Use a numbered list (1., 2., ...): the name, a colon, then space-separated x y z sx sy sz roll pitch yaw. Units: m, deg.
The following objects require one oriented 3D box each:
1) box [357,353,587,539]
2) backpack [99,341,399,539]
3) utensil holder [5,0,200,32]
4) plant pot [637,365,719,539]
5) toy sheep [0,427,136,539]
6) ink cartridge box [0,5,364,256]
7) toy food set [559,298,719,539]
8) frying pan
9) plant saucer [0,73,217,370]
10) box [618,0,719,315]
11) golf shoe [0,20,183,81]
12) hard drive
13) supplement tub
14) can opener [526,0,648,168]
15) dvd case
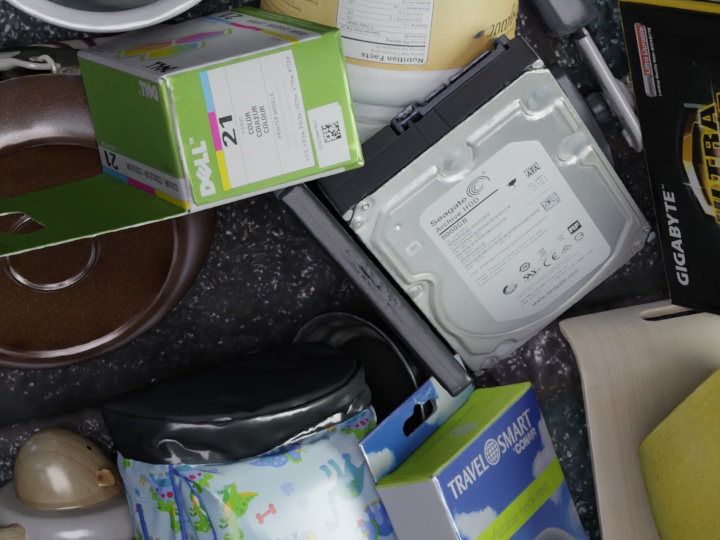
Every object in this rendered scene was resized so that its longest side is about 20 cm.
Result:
1. box: 0.078 0.158 1.476 0.048 0.122 0.200 -11 107 36
2. backpack: -0.047 0.160 1.466 0.163 0.154 0.200 -12 113 -35
3. utensil holder: -0.132 -0.216 1.429 0.170 0.200 0.170 0 97 0
4. plant pot: 0.238 0.117 1.460 0.200 0.200 0.142 -44 82 3
5. toy sheep: -0.168 0.184 1.514 0.138 0.138 0.200 -3 111 -2
6. ink cartridge box: -0.120 -0.074 1.371 0.200 0.148 0.076 -16 106 -20
7. toy food set: 0.199 0.116 1.564 0.143 0.060 0.200 -10 99 -12
8. frying pan: 0.018 0.111 1.521 0.115 0.031 0.190 -41 73 44
9. plant saucer: -0.177 -0.018 1.490 0.200 0.032 0.200 -7 125 -10
10. box: 0.231 -0.063 1.466 0.049 0.160 0.200 -32 121 -36
11. golf shoe: -0.162 -0.098 1.502 0.200 0.088 0.077 -8 95 -3
12. hard drive: 0.076 -0.033 1.481 0.140 0.038 0.200 -38 141 1
13. supplement tub: 0.019 -0.179 1.451 0.144 0.145 0.200 4 118 -3
14. can opener: 0.109 -0.148 1.524 0.066 0.053 0.200 -28 97 -3
15. dvd case: 0.000 0.000 1.462 0.018 0.200 0.143 -42 98 0
